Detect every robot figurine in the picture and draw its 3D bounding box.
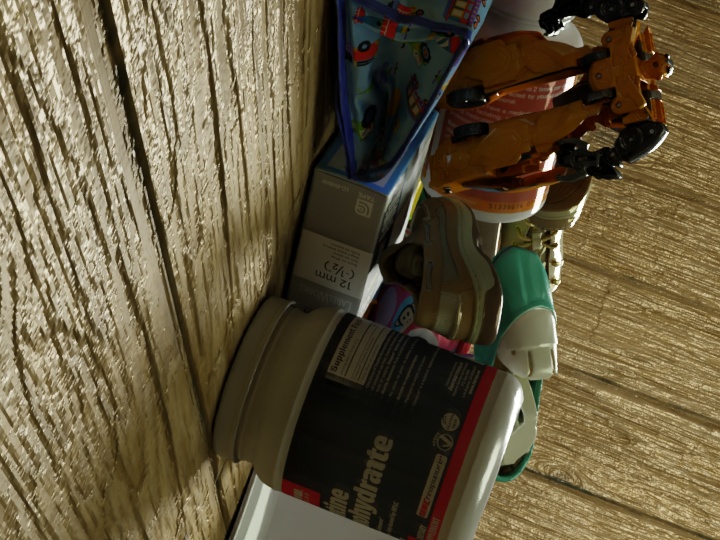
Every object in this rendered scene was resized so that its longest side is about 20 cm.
[{"bbox_3d":[0.139,-0.127,1.162,0.058,0.198,0.147,12,69,-60],"label":"robot figurine"}]

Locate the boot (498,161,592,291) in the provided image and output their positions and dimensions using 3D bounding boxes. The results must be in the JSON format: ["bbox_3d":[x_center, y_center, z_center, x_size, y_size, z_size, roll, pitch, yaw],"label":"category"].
[{"bbox_3d":[0.165,-0.039,1.449,0.200,0.072,0.157,-96,-172,-64],"label":"boot"}]

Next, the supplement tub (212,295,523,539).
[{"bbox_3d":[0.007,0.110,1.137,0.140,0.198,0.142,20,90,-82],"label":"supplement tub"}]

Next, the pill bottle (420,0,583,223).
[{"bbox_3d":[0.119,-0.150,1.279,0.112,0.111,0.202,-59,164,-56],"label":"pill bottle"}]

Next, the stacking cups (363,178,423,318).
[{"bbox_3d":[0.000,0.000,1.362,0.060,0.060,0.202,16,94,-83],"label":"stacking cups"}]

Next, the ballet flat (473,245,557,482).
[{"bbox_3d":[0.121,0.079,1.200,0.067,0.070,0.202,-11,125,-28],"label":"ballet flat"}]

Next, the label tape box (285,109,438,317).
[{"bbox_3d":[-0.006,-0.021,1.236,0.144,0.065,0.202,-60,166,-54],"label":"label tape box"}]

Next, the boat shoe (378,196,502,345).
[{"bbox_3d":[0.051,-0.009,1.178,0.200,0.075,0.072,-112,-153,-69],"label":"boat shoe"}]

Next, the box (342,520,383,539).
[{"bbox_3d":[-0.054,0.280,1.432,0.106,0.121,0.202,82,29,-77],"label":"box"}]

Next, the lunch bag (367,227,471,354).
[{"bbox_3d":[0.023,0.065,1.423,0.201,0.081,0.177,-59,-155,28],"label":"lunch bag"}]

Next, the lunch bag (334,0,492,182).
[{"bbox_3d":[0.040,-0.162,1.090,0.201,0.093,0.152,101,9,-57],"label":"lunch bag"}]

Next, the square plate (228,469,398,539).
[{"bbox_3d":[-0.026,0.267,1.359,0.028,0.198,0.200,152,-40,-75],"label":"square plate"}]

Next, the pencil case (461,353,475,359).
[{"bbox_3d":[0.019,0.119,1.281,0.084,0.198,0.086,-145,-126,-64],"label":"pencil case"}]

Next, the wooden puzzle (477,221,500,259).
[{"bbox_3d":[0.114,-0.039,1.488,0.200,0.037,0.187,123,-24,-82],"label":"wooden puzzle"}]

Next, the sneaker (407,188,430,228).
[{"bbox_3d":[0.052,-0.066,1.450,0.072,0.079,0.201,-54,163,-35],"label":"sneaker"}]
